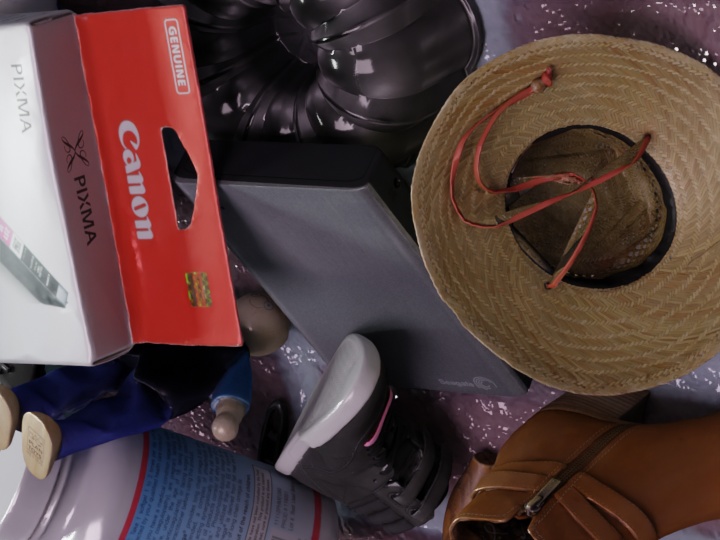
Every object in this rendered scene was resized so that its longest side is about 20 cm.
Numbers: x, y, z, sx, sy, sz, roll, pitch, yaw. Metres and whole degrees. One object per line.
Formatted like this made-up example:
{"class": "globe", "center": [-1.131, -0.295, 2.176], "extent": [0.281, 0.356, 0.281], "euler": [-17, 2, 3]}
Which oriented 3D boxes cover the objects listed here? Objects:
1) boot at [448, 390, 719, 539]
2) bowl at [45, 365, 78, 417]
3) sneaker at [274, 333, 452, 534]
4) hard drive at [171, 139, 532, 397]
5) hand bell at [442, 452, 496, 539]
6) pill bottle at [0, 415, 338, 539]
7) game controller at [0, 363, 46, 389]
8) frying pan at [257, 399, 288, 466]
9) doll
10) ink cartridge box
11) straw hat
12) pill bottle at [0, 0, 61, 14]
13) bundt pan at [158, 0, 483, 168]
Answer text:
{"class": "boot", "center": [0.160, 0.126, 1.599], "extent": [0.200, 0.155, 0.077], "euler": [19, 128, 27]}
{"class": "bowl", "center": [-0.257, 0.086, 1.936], "extent": [0.201, 0.105, 0.201], "euler": [20, 129, 26]}
{"class": "sneaker", "center": [0.015, 0.098, 1.725], "extent": [0.099, 0.071, 0.200], "euler": [27, 160, -2]}
{"class": "hard drive", "center": [0.000, 0.000, 1.671], "extent": [0.139, 0.033, 0.200], "euler": [3, 146, 38]}
{"class": "hand bell", "center": [0.056, 0.200, 1.800], "extent": [0.104, 0.104, 0.200], "euler": [25, 118, 23]}
{"class": "pill bottle", "center": [-0.122, 0.152, 1.793], "extent": [0.200, 0.109, 0.109], "euler": [21, 138, -18]}
{"class": "game controller", "center": [-0.270, 0.008, 1.799], "extent": [0.200, 0.042, 0.104], "euler": [33, 144, 18]}
{"class": "frying pan", "center": [-0.058, 0.174, 1.897], "extent": [0.115, 0.031, 0.190], "euler": [43, 138, 4]}
{"class": "doll", "center": [-0.121, 0.064, 1.749], "extent": [0.136, 0.200, 0.049], "euler": [31, 132, 38]}
{"class": "ink cartridge box", "center": [-0.159, -0.046, 1.656], "extent": [0.173, 0.044, 0.200], "euler": [0, 105, 40]}
{"class": "straw hat", "center": [0.119, -0.037, 1.570], "extent": [0.201, 0.201, 0.085], "euler": [60, 176, -11]}
{"class": "pill bottle", "center": [-0.214, -0.106, 1.770], "extent": [0.112, 0.112, 0.200], "euler": [-20, 104, 44]}
{"class": "bundt pan", "center": [-0.034, -0.131, 1.640], "extent": [0.202, 0.076, 0.202], "euler": [19, 128, 26]}
